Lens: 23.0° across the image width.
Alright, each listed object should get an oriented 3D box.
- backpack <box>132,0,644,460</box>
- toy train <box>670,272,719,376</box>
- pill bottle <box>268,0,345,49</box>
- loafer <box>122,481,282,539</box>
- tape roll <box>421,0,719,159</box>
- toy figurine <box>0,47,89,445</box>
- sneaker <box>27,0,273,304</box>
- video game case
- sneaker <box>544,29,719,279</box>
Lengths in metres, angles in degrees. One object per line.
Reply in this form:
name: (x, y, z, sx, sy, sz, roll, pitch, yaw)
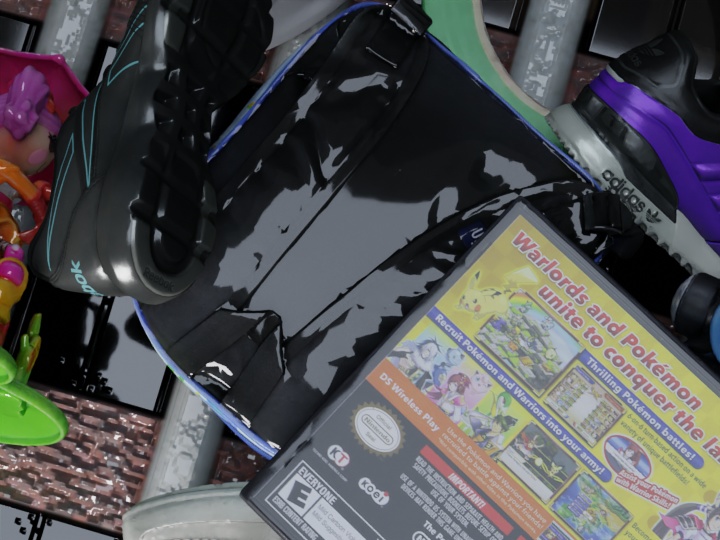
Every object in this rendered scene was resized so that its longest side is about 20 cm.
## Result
backpack: (0.000, 0.000, 0.863, 0.183, 0.147, 0.200, 44, 82, 8)
toy train: (0.225, 0.074, 0.798, 0.200, 0.087, 0.114, 25, 113, 20)
pill bottle: (-0.083, -0.217, 0.911, 0.112, 0.112, 0.200, -32, 83, -4)
loafer: (-0.020, 0.143, 0.884, 0.200, 0.070, 0.070, 1, 74, 0)
tape roll: (0.132, -0.138, 0.930, 0.200, 0.048, 0.201, 0, 83, 0)
toy figurine: (-0.186, -0.031, 0.864, 0.150, 0.200, 0.184, 19, 70, -9)
sneaker: (-0.099, -0.079, 0.802, 0.079, 0.075, 0.200, -5, 59, 36)
video game case: (0.081, 0.100, 0.767, 0.200, 0.026, 0.181, 43, 90, 7)
sneaker: (0.191, -0.041, 0.864, 0.200, 0.070, 0.100, 39, 103, -25)
